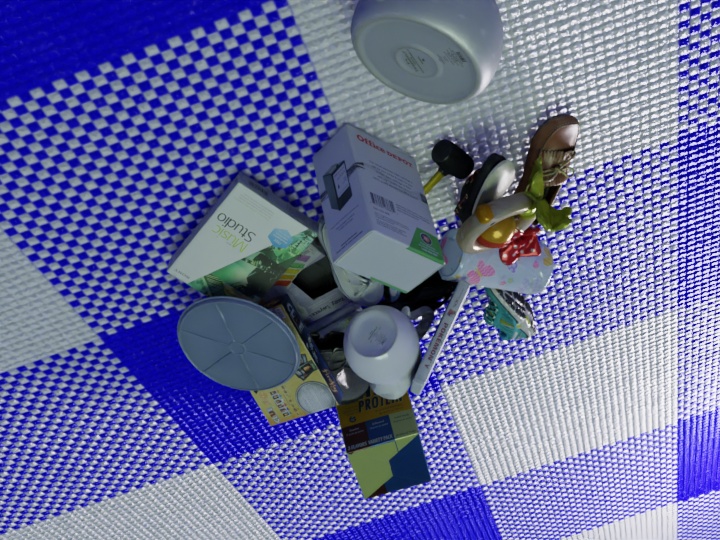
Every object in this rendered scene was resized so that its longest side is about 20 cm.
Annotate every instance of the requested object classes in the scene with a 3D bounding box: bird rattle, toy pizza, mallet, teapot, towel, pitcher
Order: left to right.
[{"bbox_3d":[-0.187,0.110,1.499,0.198,0.032,0.201,7,132,8],"label":"toy pizza"},{"bbox_3d":[-0.066,0.141,1.693,0.199,0.048,0.171,-30,148,-1],"label":"towel"},{"bbox_3d":[0.056,0.111,1.579,0.172,0.121,0.200,-57,157,-10],"label":"pitcher"},{"bbox_3d":[0.080,-0.112,1.436,0.200,0.041,0.066,-42,135,9],"label":"mallet"},{"bbox_3d":[0.089,-0.309,1.157,0.196,0.147,0.200,23,161,-1],"label":"teapot"},{"bbox_3d":[0.210,-0.074,1.415,0.162,0.113,0.200,-14,166,-25],"label":"bird rattle"}]

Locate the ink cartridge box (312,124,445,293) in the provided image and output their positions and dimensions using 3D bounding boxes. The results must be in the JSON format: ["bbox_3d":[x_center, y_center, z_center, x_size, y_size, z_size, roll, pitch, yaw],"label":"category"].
[{"bbox_3d":[0.023,-0.087,1.354,0.145,0.201,0.084,22,132,-38],"label":"ink cartridge box"}]

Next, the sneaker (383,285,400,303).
[{"bbox_3d":[0.064,-0.016,1.559,0.072,0.072,0.201,-14,146,-16],"label":"sneaker"}]

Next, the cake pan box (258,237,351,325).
[{"bbox_3d":[-0.113,0.020,1.557,0.199,0.053,0.184,-28,142,16],"label":"cake pan box"}]

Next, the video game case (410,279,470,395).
[{"bbox_3d":[0.132,0.118,1.620,0.023,0.183,0.200,25,171,7],"label":"video game case"}]

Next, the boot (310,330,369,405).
[{"bbox_3d":[-0.037,0.163,1.643,0.199,0.070,0.132,-1,134,-45],"label":"boot"}]

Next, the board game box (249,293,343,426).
[{"bbox_3d":[-0.132,0.147,1.554,0.135,0.035,0.201,-19,111,22],"label":"board game box"}]

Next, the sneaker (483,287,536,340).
[{"bbox_3d":[0.257,0.075,1.733,0.079,0.078,0.200,-18,143,17],"label":"sneaker"}]

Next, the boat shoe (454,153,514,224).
[{"bbox_3d":[0.180,-0.118,1.440,0.073,0.063,0.202,-33,162,-15],"label":"boat shoe"}]

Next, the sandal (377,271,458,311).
[{"bbox_3d":[0.110,0.051,1.670,0.200,0.048,0.075,-35,138,22],"label":"sandal"}]

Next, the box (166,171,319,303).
[{"bbox_3d":[-0.176,-0.034,1.435,0.144,0.036,0.200,33,120,-20],"label":"box"}]

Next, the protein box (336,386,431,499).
[{"bbox_3d":[0.035,0.280,1.801,0.134,0.201,0.199,-16,142,0],"label":"protein box"}]

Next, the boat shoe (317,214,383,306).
[{"bbox_3d":[0.003,-0.004,1.479,0.074,0.086,0.203,-37,134,-14],"label":"boat shoe"}]

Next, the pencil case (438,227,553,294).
[{"bbox_3d":[0.225,-0.015,1.603,0.199,0.083,0.091,8,118,-27],"label":"pencil case"}]

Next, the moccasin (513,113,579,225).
[{"bbox_3d":[0.283,-0.150,1.459,0.073,0.078,0.202,-1,139,-21],"label":"moccasin"}]
